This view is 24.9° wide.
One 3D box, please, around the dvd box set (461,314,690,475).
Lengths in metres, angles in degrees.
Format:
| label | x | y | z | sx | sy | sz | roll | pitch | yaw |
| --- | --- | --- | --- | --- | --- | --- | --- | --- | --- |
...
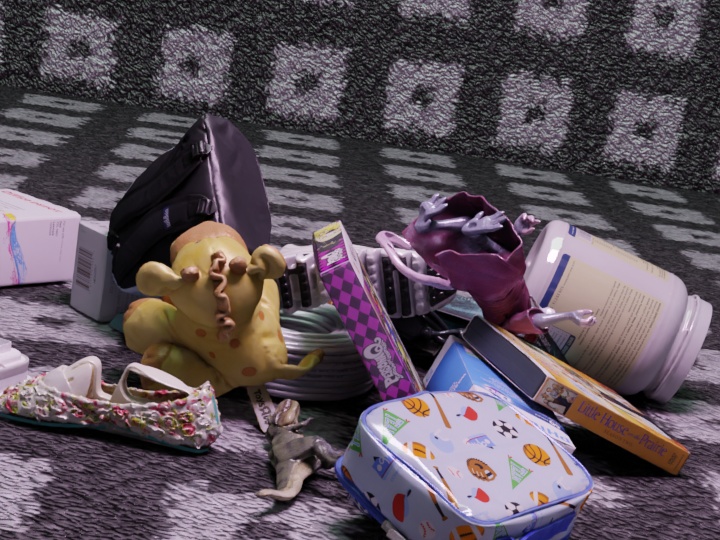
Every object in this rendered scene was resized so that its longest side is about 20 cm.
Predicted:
| label | x | y | z | sx | sy | sz | roll | pitch | yaw |
| --- | --- | --- | --- | --- | --- | --- | --- | --- | --- |
| dvd box set | 0.204 | 0.118 | 1.547 | 0.200 | 0.029 | 0.146 | 29 | 7 | -31 |

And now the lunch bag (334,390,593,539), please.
| label | x | y | z | sx | sy | sz | roll | pitch | yaw |
| --- | --- | --- | --- | --- | --- | --- | --- | --- | --- |
| lunch bag | 0.084 | 0.168 | 1.278 | 0.160 | 0.076 | 0.200 | 41 | 29 | 29 |

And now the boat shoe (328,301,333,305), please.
| label | x | y | z | sx | sy | sz | roll | pitch | yaw |
| --- | --- | --- | --- | --- | --- | --- | --- | --- | --- |
| boat shoe | -0.016 | 0.038 | 1.871 | 0.072 | 0.068 | 0.200 | 14 | 13 | 23 |

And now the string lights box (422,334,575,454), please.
| label | x | y | z | sx | sy | sz | roll | pitch | yaw |
| --- | --- | --- | --- | --- | --- | --- | --- | --- | --- |
| string lights box | 0.123 | 0.130 | 1.493 | 0.103 | 0.059 | 0.200 | 30 | 9 | -9 |

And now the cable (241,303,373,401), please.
| label | x | y | z | sx | sy | sz | roll | pitch | yaw |
| --- | --- | --- | --- | --- | --- | --- | --- | --- | --- |
| cable | -0.078 | 0.075 | 1.655 | 0.199 | 0.069 | 0.200 | 15 | 13 | 19 |

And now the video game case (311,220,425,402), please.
| label | x | y | z | sx | sy | sz | roll | pitch | yaw |
| --- | --- | --- | --- | --- | --- | --- | --- | --- | --- |
| video game case | 0.015 | 0.063 | 1.511 | 0.036 | 0.200 | 0.181 | -26 | 13 | 3 |

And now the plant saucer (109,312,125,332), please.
| label | x | y | z | sx | sy | sz | roll | pitch | yaw |
| --- | --- | --- | --- | --- | --- | --- | --- | --- | --- |
| plant saucer | -0.174 | 0.058 | 1.788 | 0.200 | 0.019 | 0.070 | -3 | 16 | -41 |

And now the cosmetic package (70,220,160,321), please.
| label | x | y | z | sx | sy | sz | roll | pitch | yaw |
| --- | --- | --- | --- | --- | --- | --- | --- | --- | --- |
| cosmetic package | -0.221 | -0.001 | 1.830 | 0.200 | 0.102 | 0.074 | -2 | 17 | -38 |

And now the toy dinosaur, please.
| label | x | y | z | sx | sy | sz | roll | pitch | yaw |
| --- | --- | --- | --- | --- | --- | --- | --- | --- | --- |
| toy dinosaur | -0.040 | 0.156 | 1.363 | 0.088 | 0.048 | 0.200 | -6 | 13 | 0 |

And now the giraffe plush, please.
| label | x | y | z | sx | sy | sz | roll | pitch | yaw |
| --- | --- | --- | --- | --- | --- | --- | --- | --- | --- |
| giraffe plush | -0.135 | 0.030 | 1.483 | 0.172 | 0.162 | 0.200 | -32 | 49 | -20 |

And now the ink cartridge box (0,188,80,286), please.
| label | x | y | z | sx | sy | sz | roll | pitch | yaw |
| --- | --- | --- | --- | --- | --- | --- | --- | --- | --- |
| ink cartridge box | -0.444 | -0.037 | 1.867 | 0.145 | 0.084 | 0.200 | 19 | 16 | 38 |

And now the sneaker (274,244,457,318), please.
| label | x | y | z | sx | sy | sz | roll | pitch | yaw |
| --- | --- | --- | --- | --- | --- | --- | --- | --- | --- |
| sneaker | 0.000 | 0.000 | 1.641 | 0.199 | 0.075 | 0.081 | 3 | 23 | 7 |

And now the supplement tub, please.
| label | x | y | z | sx | sy | sz | roll | pitch | yaw |
| --- | --- | --- | --- | --- | --- | --- | --- | --- | --- |
| supplement tub | 0.268 | 0.048 | 1.786 | 0.199 | 0.145 | 0.145 | 26 | 12 | 0 |

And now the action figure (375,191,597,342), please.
| label | x | y | z | sx | sy | sz | roll | pitch | yaw |
| --- | --- | --- | --- | --- | --- | --- | --- | --- | --- |
| action figure | 0.129 | 0.018 | 1.569 | 0.149 | 0.200 | 0.134 | -30 | 45 | 3 |

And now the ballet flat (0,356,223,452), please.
| label | x | y | z | sx | sy | sz | roll | pitch | yaw |
| --- | --- | --- | --- | --- | --- | --- | --- | --- | --- |
| ballet flat | -0.214 | 0.108 | 1.409 | 0.199 | 0.064 | 0.076 | 9 | 13 | 3 |

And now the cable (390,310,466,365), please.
| label | x | y | z | sx | sy | sz | roll | pitch | yaw |
| --- | --- | --- | --- | --- | --- | --- | --- | --- | --- |
| cable | 0.061 | 0.062 | 1.727 | 0.200 | 0.051 | 0.163 | 25 | -9 | 43 |

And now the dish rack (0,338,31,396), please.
| label | x | y | z | sx | sy | sz | roll | pitch | yaw |
| --- | --- | --- | --- | --- | --- | --- | --- | --- | --- |
| dish rack | -0.409 | 0.075 | 1.468 | 0.199 | 0.044 | 0.172 | 15 | 12 | 22 |

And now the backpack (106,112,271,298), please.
| label | x | y | z | sx | sy | sz | roll | pitch | yaw |
| --- | --- | --- | --- | --- | --- | --- | --- | --- | --- |
| backpack | -0.180 | -0.044 | 1.679 | 0.200 | 0.164 | 0.154 | -26 | -26 | 29 |

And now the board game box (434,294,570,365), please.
| label | x | y | z | sx | sy | sz | roll | pitch | yaw |
| --- | --- | --- | --- | --- | --- | --- | --- | --- | --- |
| board game box | 0.126 | 0.069 | 1.761 | 0.200 | 0.028 | 0.135 | 17 | -22 | 35 |
